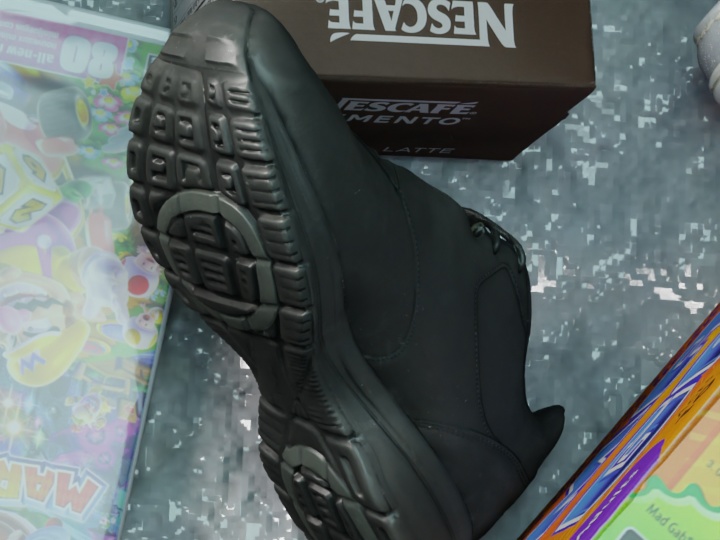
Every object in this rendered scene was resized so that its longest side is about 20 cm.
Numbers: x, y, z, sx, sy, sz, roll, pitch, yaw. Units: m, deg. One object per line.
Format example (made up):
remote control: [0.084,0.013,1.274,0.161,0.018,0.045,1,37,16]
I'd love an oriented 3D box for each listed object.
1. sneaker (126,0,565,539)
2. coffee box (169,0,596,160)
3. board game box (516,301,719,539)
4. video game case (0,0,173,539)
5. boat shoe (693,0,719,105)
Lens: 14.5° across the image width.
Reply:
sneaker: [0.000,0.000,0.804,0.091,0.200,0.076,-41,41,-24]
coffee box: [0.002,-0.140,0.854,0.114,0.080,0.201,0,77,-17]
board game box: [0.171,0.084,0.774,0.200,0.200,0.200,41,76,3]
video game case: [-0.130,0.011,0.843,0.143,0.018,0.201,12,77,-5]
boat shoe: [0.164,-0.129,0.889,0.065,0.074,0.202,40,72,8]
